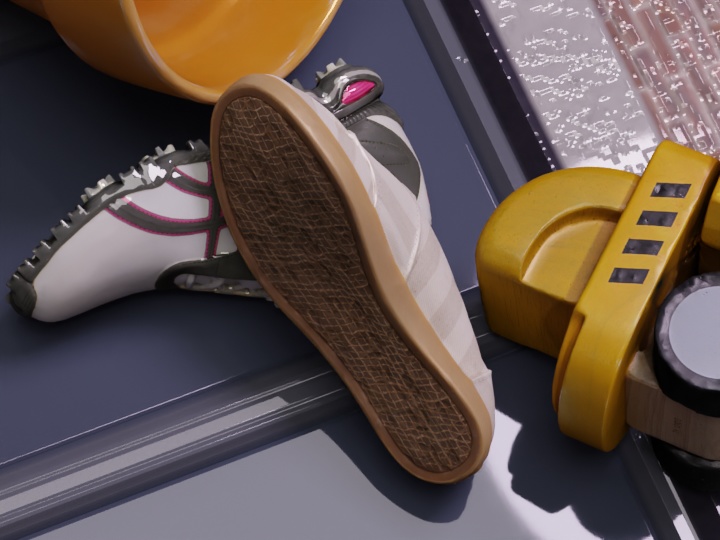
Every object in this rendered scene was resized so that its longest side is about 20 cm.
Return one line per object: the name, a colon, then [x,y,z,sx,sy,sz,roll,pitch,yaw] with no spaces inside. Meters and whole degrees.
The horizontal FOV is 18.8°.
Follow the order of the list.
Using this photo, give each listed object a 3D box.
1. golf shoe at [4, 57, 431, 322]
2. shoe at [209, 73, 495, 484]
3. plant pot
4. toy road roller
golf shoe: [-0.062,-0.018,0.983,0.200,0.077,0.088,-28,83,-13]
shoe: [0.000,0.000,0.955,0.200,0.070,0.053,60,34,-10]
plant pot: [-0.119,-0.191,0.985,0.183,0.200,0.200,16,66,29]
toy road roller: [0.140,-0.013,0.973,0.146,0.123,0.200,22,69,17]
